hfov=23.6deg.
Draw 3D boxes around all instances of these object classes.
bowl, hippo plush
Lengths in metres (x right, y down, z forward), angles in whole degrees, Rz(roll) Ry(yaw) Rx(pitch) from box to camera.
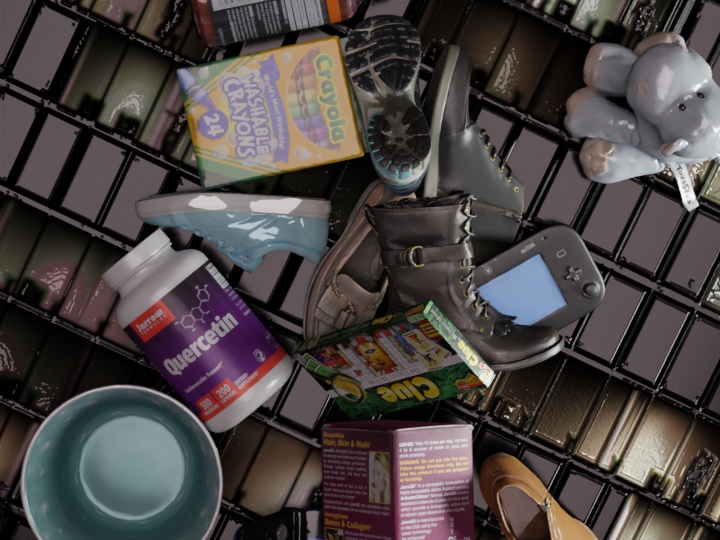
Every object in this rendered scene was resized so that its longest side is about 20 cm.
[{"bbox_3d":[-0.236,0.208,1.753,0.201,0.105,0.201,0,94,0],"label":"bowl"},{"bbox_3d":[0.294,-0.142,1.703,0.159,0.161,0.200,-32,94,2],"label":"hippo plush"}]

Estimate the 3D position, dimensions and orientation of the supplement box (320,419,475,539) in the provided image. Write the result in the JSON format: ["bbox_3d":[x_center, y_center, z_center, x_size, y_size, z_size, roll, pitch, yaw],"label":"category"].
[{"bbox_3d":[0.037,0.252,1.724,0.103,0.131,0.200,0,89,-34],"label":"supplement box"}]

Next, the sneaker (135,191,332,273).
[{"bbox_3d":[-0.130,-0.038,1.751,0.200,0.074,0.082,3,91,0],"label":"sneaker"}]

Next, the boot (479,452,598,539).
[{"bbox_3d":[0.189,0.274,1.738,0.074,0.155,0.200,-43,94,2],"label":"boot"}]

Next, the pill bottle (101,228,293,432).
[{"bbox_3d":[-0.168,0.058,1.738,0.112,0.112,0.200,-40,94,2],"label":"pill bottle"}]

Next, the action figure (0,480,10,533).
[{"bbox_3d":[-0.417,0.278,1.760,0.119,0.102,0.200,-1,96,11],"label":"action figure"}]

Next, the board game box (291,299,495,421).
[{"bbox_3d":[0.030,0.092,1.699,0.105,0.200,0.023,46,51,-21],"label":"board game box"}]

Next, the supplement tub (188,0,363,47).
[{"bbox_3d":[-0.072,-0.291,1.716,0.200,0.107,0.107,-12,95,0],"label":"supplement tub"}]

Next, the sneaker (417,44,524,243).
[{"bbox_3d":[0.118,-0.127,1.753,0.106,0.075,0.200,5,104,-6],"label":"sneaker"}]

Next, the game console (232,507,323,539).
[{"bbox_3d":[-0.042,0.350,1.765,0.118,0.171,0.200,2,95,26],"label":"game console"}]

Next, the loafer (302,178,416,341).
[{"bbox_3d":[0.000,0.000,1.754,0.072,0.063,0.200,23,93,-21],"label":"loafer"}]

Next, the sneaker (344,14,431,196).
[{"bbox_3d":[0.026,-0.164,1.731,0.078,0.086,0.200,-4,62,-1],"label":"sneaker"}]

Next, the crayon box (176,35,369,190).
[{"bbox_3d":[-0.075,-0.164,1.753,0.200,0.052,0.126,-12,95,0],"label":"crayon box"}]

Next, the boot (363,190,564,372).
[{"bbox_3d":[0.103,0.008,1.708,0.200,0.069,0.174,0,103,2],"label":"boot"}]

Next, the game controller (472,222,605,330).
[{"bbox_3d":[0.149,0.034,1.769,0.200,0.042,0.104,-30,113,1],"label":"game controller"}]
